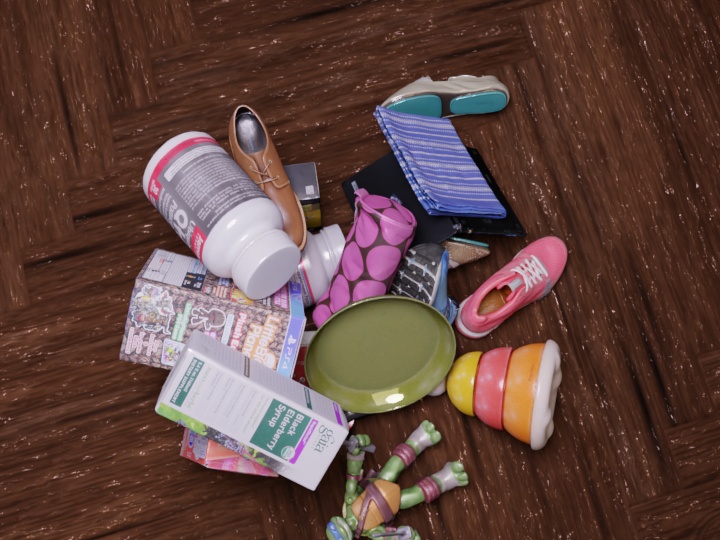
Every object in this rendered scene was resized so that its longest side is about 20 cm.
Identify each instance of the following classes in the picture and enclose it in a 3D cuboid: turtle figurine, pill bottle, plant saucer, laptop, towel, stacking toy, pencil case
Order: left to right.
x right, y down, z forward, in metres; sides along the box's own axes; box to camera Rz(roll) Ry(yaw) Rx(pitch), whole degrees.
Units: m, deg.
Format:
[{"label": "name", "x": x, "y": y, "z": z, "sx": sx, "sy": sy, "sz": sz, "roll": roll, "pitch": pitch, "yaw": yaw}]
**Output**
[{"label": "pill bottle", "x": -0.160, "y": -0.063, "z": 0.983, "sx": 0.110, "sy": 0.111, "sz": 0.200, "roll": -40, "pitch": 66, "yaw": -9}, {"label": "pill bottle", "x": -0.112, "y": 0.007, "z": 1.153, "sx": 0.197, "sy": 0.109, "sz": 0.110, "roll": -20, "pitch": 79, "yaw": -6}, {"label": "pencil case", "x": 0.000, "y": 0.000, "z": 1.078, "sx": 0.093, "sy": 0.091, "sz": 0.202, "roll": 30, "pitch": 113, "yaw": 16}, {"label": "plant saucer", "x": 0.024, "y": 0.103, "z": 1.071, "sx": 0.197, "sy": 0.202, "sz": 0.031, "roll": -10, "pitch": 39, "yaw": -4}, {"label": "turtle figurine", "x": 0.045, "y": 0.275, "z": 1.068, "sx": 0.193, "sy": 0.202, "sz": 0.143, "roll": -29, "pitch": 40, "yaw": -28}, {"label": "laptop", "x": 0.103, "y": -0.088, "z": 1.182, "sx": 0.198, "sy": 0.104, "sz": 0.179, "roll": 1, "pitch": 50, "yaw": -34}, {"label": "towel", "x": 0.111, "y": -0.151, "z": 1.150, "sx": 0.143, "sy": 0.024, "sz": 0.202, "roll": 2, "pitch": 49, "yaw": -35}, {"label": "stacking toy", "x": 0.169, "y": 0.154, "z": 1.138, "sx": 0.197, "sy": 0.146, "sz": 0.148, "roll": 9, "pitch": 77, "yaw": 19}]

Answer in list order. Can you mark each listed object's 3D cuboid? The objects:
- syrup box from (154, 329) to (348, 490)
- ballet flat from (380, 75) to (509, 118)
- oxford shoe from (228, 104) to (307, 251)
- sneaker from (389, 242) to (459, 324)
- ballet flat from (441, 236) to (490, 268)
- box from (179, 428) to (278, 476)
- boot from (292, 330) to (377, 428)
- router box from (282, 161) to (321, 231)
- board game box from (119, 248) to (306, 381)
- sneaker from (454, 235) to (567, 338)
[{"label": "syrup box", "x": -0.117, "y": 0.153, "z": 0.918, "sx": 0.198, "sy": 0.081, "sz": 0.079, "roll": 30, "pitch": 96, "yaw": -12}, {"label": "ballet flat", "x": 0.123, "y": -0.261, "z": 1.247, "sx": 0.197, "sy": 0.070, "sz": 0.071, "roll": -5, "pitch": 78, "yaw": -5}, {"label": "oxford shoe", "x": -0.122, "y": -0.112, "z": 1.039, "sx": 0.070, "sy": 0.071, "sz": 0.202, "roll": -22, "pitch": 81, "yaw": -8}, {"label": "sneaker", "x": 0.091, "y": 0.038, "z": 1.126, "sx": 0.089, "sy": 0.202, "sz": 0.078, "roll": -24, "pitch": 51, "yaw": -31}, {"label": "ballet flat", "x": 0.085, "y": -0.030, "z": 1.193, "sx": 0.197, "sy": 0.070, "sz": 0.066, "roll": 15, "pitch": 88, "yaw": 10}, {"label": "box", "x": -0.162, "y": 0.198, "z": 1.056, "sx": 0.093, "sy": 0.200, "sz": 0.104, "roll": 14, "pitch": 76, "yaw": -18}, {"label": "boot", "x": -0.075, "y": 0.159, "z": 1.143, "sx": 0.197, "sy": 0.072, "sz": 0.147, "roll": -4, "pitch": 79, "yaw": -6}, {"label": "router box", "x": -0.153, "y": -0.088, "z": 1.148, "sx": 0.197, "sy": 0.157, "sz": 0.053, "roll": -8, "pitch": 77, "yaw": -3}, {"label": "board game box", "x": -0.174, "y": 0.058, "z": 1.014, "sx": 0.197, "sy": 0.160, "sz": 0.098, "roll": 14, "pitch": 102, "yaw": -9}, {"label": "sneaker", "x": 0.223, "y": 0.023, "z": 1.170, "sx": 0.199, "sy": 0.087, "sz": 0.074, "roll": -40, "pitch": 83, "yaw": -9}]
